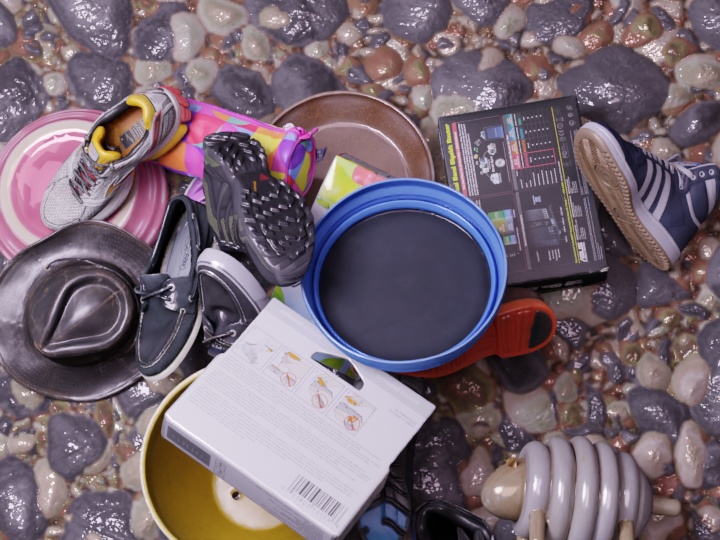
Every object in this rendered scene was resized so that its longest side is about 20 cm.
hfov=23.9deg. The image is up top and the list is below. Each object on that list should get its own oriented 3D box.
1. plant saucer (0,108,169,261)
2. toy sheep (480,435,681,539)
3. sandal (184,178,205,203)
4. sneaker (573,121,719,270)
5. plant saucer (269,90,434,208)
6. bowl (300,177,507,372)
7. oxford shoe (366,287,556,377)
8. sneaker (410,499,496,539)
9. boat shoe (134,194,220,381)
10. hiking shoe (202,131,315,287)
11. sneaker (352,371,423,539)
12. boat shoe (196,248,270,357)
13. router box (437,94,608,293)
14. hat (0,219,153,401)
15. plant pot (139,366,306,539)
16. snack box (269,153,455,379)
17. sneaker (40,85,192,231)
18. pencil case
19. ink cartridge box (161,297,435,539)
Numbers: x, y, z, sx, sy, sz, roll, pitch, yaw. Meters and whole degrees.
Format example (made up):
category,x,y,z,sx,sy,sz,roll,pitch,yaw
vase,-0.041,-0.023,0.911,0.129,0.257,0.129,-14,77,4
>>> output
category,x,y,z,sx,sy,sz,roll,pitch,yaw
plant saucer,-0.308,-0.083,1.828,0.200,0.051,0.201,-1,75,4
toy sheep,0.215,0.228,1.668,0.199,0.138,0.138,10,76,-8
sandal,-0.173,-0.039,1.805,0.082,0.050,0.203,29,79,11
sneaker,0.296,-0.103,1.732,0.109,0.200,0.070,-46,37,-12
plant saucer,-0.020,-0.092,1.815,0.200,0.037,0.201,-1,76,5
bowl,0.042,0.007,1.646,0.200,0.039,0.201,-2,62,4
oxford shoe,0.090,0.056,1.698,0.199,0.073,0.071,-6,119,-11
sneaker,0.118,0.306,1.661,0.077,0.111,0.200,-36,76,-3
boat shoe,-0.193,0.012,1.710,0.074,0.066,0.200,1,60,37
hiking shoe,-0.102,-0.045,1.676,0.076,0.101,0.200,-9,48,-23
sneaker,0.021,0.175,1.710,0.073,0.082,0.201,6,82,0
boat shoe,-0.127,0.065,1.702,0.070,0.200,0.066,17,55,28
router box,0.168,-0.073,1.781,0.149,0.062,0.201,-8,75,2
hat,-0.285,0.051,1.743,0.200,0.081,0.201,-1,100,-6
plant pot,-0.107,0.200,1.690,0.199,0.142,0.201,-1,76,4
snack box,0.000,0.000,1.743,0.142,0.053,0.200,26,99,5
sneaker,-0.265,-0.117,1.745,0.200,0.082,0.078,-46,76,19
pencil case,-0.138,-0.131,1.778,0.200,0.088,0.089,15,77,21
ink cartridge box,-0.057,0.143,1.608,0.200,0.044,0.174,34,55,12
